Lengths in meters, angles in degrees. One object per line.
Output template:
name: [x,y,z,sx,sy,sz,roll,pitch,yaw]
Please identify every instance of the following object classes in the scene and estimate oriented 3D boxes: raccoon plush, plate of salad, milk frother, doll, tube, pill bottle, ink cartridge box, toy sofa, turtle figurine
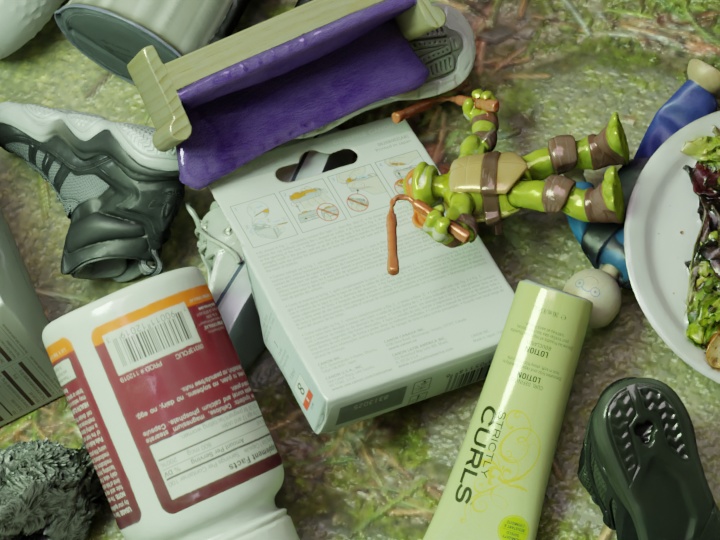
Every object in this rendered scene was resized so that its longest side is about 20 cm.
raccoon plush: [-0.235,0.139,1.645,0.200,0.097,0.134,-29,42,-36]
plate of salad: [0.270,-0.017,1.573,0.199,0.048,0.201,2,72,-6]
milk frother: [-0.104,-0.239,1.706,0.180,0.200,0.189,21,72,17]
doll: [0.195,-0.045,1.628,0.136,0.048,0.200,30,74,15]
tube: [0.098,0.108,1.561,0.058,0.052,0.201,17,89,49]
pill bottle: [-0.117,0.109,1.562,0.114,0.114,0.201,-23,88,2]
ink cartridge box: [0.000,0.000,1.624,0.162,0.050,0.200,-17,57,-22]
toy sofa: [-0.045,-0.134,1.593,0.199,0.083,0.098,-25,93,-13]
turtle figurine: [0.093,-0.053,1.603,0.161,0.065,0.200,-3,34,16]

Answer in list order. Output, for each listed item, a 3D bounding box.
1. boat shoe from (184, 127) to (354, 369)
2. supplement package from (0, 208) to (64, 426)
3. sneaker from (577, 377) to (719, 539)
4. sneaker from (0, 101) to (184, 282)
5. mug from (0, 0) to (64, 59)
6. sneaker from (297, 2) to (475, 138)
boat shoe: [-0.083,-0.023,1.669,0.086,0.075,0.202,17,68,20]
supplement package: [-0.300,-0.003,1.664,0.111,0.156,0.200,-27,63,0]
sneaker: [0.190,0.163,1.527,0.076,0.114,0.200,-18,90,-1]
sneaker: [-0.200,-0.054,1.707,0.200,0.075,0.114,14,95,42]
mug: [-0.284,-0.254,1.799,0.200,0.147,0.176,9,72,49]
sneaker: [-0.024,-0.133,1.692,0.199,0.099,0.078,-10,92,-14]
